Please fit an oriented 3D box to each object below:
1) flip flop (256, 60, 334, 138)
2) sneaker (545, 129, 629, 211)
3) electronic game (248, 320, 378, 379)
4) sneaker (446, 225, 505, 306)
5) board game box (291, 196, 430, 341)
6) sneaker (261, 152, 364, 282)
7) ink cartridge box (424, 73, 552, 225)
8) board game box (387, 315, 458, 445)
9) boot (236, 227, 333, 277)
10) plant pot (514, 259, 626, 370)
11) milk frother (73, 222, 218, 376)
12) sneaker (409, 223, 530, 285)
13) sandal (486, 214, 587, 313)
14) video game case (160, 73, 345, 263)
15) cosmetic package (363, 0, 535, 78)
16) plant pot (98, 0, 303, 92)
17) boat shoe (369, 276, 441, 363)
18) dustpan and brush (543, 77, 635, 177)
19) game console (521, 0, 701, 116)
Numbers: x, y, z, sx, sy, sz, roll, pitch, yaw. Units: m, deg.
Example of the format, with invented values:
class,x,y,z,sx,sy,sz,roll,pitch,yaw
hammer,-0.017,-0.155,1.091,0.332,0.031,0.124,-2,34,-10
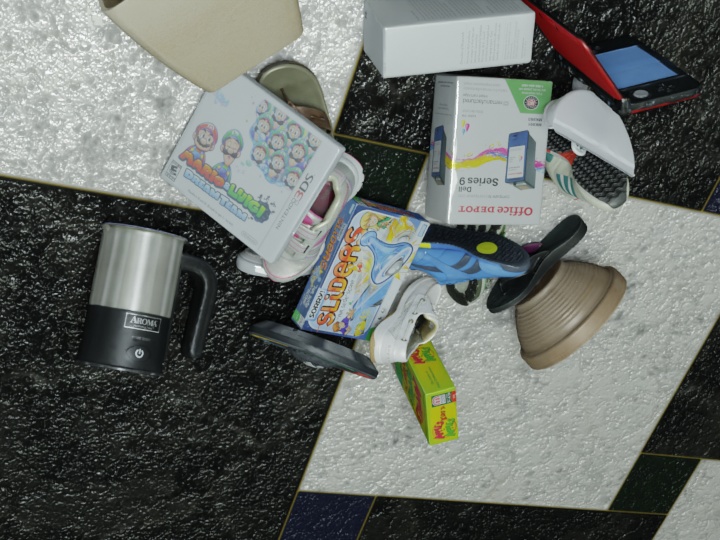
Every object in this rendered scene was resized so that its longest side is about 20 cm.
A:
class,x,y,z,sx,sy,sz,roll,pitch,yaw
flip flop,-0.075,-0.189,1.351,0.081,0.058,0.200,-22,126,-3
sneaker,0.320,-0.130,1.433,0.070,0.200,0.093,-31,132,-4
electronic game,-0.069,0.119,1.480,0.200,0.200,0.042,25,81,-29
sneaker,0.192,-0.046,1.539,0.089,0.077,0.200,-14,130,-47
board game box,0.000,0.000,1.445,0.135,0.034,0.200,12,111,-36
sneaker,-0.076,-0.068,1.350,0.081,0.088,0.200,32,107,6
ink cartridge box,0.174,-0.165,1.393,0.145,0.088,0.200,1,102,-18
board game box,0.092,0.159,1.542,0.048,0.200,0.102,-13,125,-9
boot,-0.077,-0.046,1.445,0.200,0.074,0.096,-3,117,-26
plant pot,0.304,0.050,1.564,0.093,0.201,0.201,44,103,-6
milk frother,-0.317,0.042,1.390,0.180,0.200,0.188,18,80,-52
sneaker,0.154,-0.013,1.481,0.200,0.066,0.079,12,127,28
sandal,0.260,-0.018,1.566,0.200,0.075,0.048,-46,113,3
video game case,-0.143,-0.139,1.307,0.200,0.024,0.182,38,111,13
cosmetic package,0.112,-0.307,1.308,0.200,0.101,0.071,-8,125,-12
plant pot,-0.177,-0.328,1.158,0.200,0.200,0.177,-31,136,4
boat shoe,0.085,0.078,1.500,0.069,0.200,0.071,10,126,25
dustpan and brush,0.305,-0.212,1.374,0.139,0.200,0.057,27,141,-16
game console,0.323,-0.296,1.321,0.172,0.200,0.119,-15,125,-8
